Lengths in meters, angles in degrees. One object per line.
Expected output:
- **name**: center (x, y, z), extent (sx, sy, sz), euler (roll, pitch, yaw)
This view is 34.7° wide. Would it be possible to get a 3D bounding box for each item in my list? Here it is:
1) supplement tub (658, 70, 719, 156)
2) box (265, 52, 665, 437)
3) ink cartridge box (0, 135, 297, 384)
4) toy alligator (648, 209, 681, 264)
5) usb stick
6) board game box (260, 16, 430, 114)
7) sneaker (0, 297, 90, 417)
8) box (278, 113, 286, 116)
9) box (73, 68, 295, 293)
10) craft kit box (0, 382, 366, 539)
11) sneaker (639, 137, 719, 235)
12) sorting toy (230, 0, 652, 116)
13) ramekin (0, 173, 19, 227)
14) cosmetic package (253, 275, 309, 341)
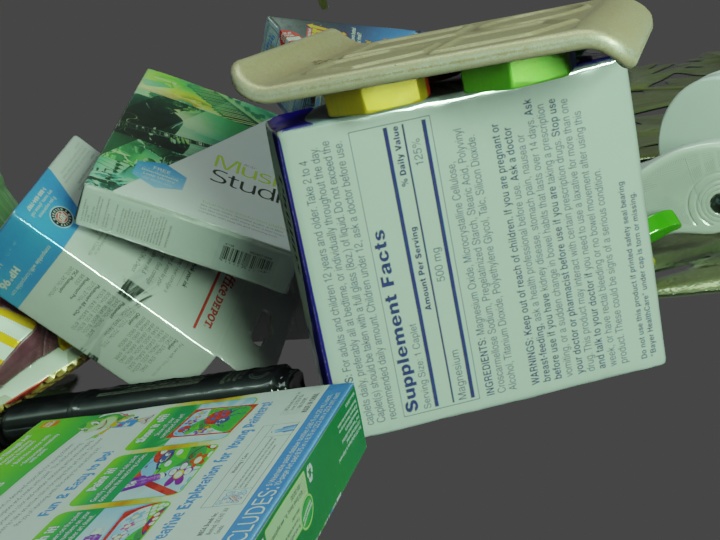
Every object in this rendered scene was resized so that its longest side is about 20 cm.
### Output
- **supplement tub**: center (0.360, -0.119, 0.965), extent (0.200, 0.132, 0.132), euler (-21, 15, -37)
- **box**: center (0.059, -0.020, 0.681), extent (0.199, 0.185, 0.105), euler (-13, 15, -6)
- **ink cartridge box**: center (-0.149, 0.012, 0.795), extent (0.068, 0.200, 0.116), euler (-45, 16, 30)
- **toy alligator**: center (0.146, -0.004, 0.841), extent (0.199, 0.059, 0.054), euler (-17, -26, -23)
- **usb stick**: center (-0.135, 0.088, 0.737), extent (0.199, 0.033, 0.055), euler (-9, 6, 13)
- **board game box**: center (0.017, -0.122, 0.873), extent (0.199, 0.062, 0.200), euler (11, 39, -5)
- **sneaker**: center (-0.263, 0.057, 0.783), extent (0.200, 0.090, 0.075), euler (-33, 0, -40)
- **box**: center (-0.039, -0.058, 0.994), extent (0.199, 0.160, 0.049), euler (-11, 13, -1)
- **box**: center (-0.105, -0.069, 0.810), extent (0.144, 0.036, 0.200), euler (19, 28, -9)
- **craft kit box**: center (-0.114, 0.118, 0.563), extent (0.197, 0.049, 0.200), euler (-6, 14, 16)
- **sneaker**: center (0.237, -0.069, 0.921), extent (0.199, 0.073, 0.112), euler (-18, 17, 20)
- **sorting toy**: center (0.053, -0.115, 0.626), extent (0.199, 0.037, 0.185), euler (-2, 17, 18)
- **ramekin**: center (-0.364, 0.009, 1.001), extent (0.200, 0.098, 0.200), euler (-37, 14, 10)
- **cosmetic package**: center (0.000, 0.000, 0.878), extent (0.199, 0.090, 0.107), euler (-8, 9, 27)
